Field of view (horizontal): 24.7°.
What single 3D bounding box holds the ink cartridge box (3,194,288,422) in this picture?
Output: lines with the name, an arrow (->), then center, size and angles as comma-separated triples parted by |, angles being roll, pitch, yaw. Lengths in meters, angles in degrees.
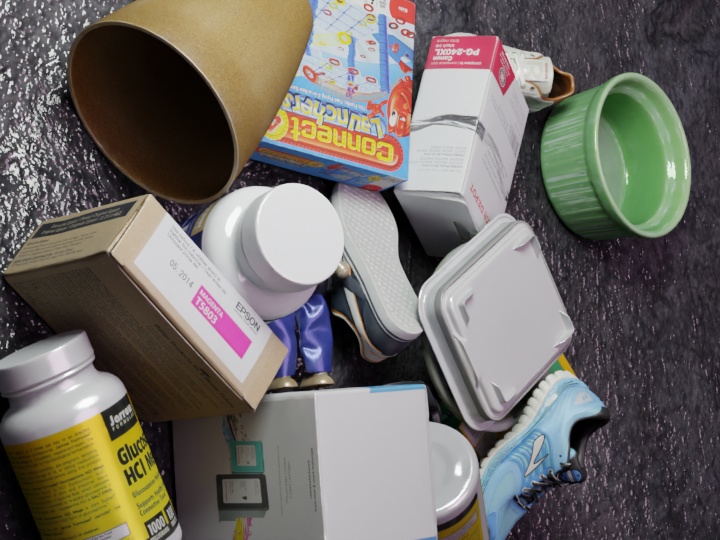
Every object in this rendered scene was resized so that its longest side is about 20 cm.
ink cartridge box -> -0.185, 0.038, 1.422 | 0.200, 0.164, 0.075 | 51, 51, -27

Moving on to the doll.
doll -> -0.074, 0.015, 1.620 | 0.135, 0.048, 0.202 | -2, 81, -24

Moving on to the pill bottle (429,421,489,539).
pill bottle -> 0.069, 0.250, 1.627 | 0.201, 0.113, 0.115 | 78, 33, -49

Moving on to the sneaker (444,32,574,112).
sneaker -> 0.170, -0.235, 1.897 | 0.199, 0.084, 0.074 | 9, 77, -43

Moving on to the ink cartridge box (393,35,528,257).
ink cartridge box -> 0.111, -0.130, 1.782 | 0.145, 0.083, 0.202 | 58, 42, -56

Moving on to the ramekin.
ramekin -> 0.308, -0.132, 2.008 | 0.199, 0.097, 0.202 | 11, 75, -44

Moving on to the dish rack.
dish rack -> 0.150, 0.050, 1.698 | 0.200, 0.043, 0.173 | -40, 113, -42

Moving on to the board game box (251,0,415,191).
board game box -> -0.040, -0.199, 1.671 | 0.199, 0.056, 0.198 | 12, 73, -34

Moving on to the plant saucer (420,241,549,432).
plant saucer -> 0.122, 0.070, 1.738 | 0.199, 0.050, 0.202 | 7, 80, -43

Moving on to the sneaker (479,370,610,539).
sneaker -> 0.187, 0.203, 1.712 | 0.201, 0.090, 0.078 | -56, 146, -5

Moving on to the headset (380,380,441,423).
headset -> 0.035, 0.173, 1.653 | 0.200, 0.123, 0.095 | 36, 28, -63

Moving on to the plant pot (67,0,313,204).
plant pot -> -0.134, -0.193, 1.502 | 0.200, 0.185, 0.187 | -49, 116, -39

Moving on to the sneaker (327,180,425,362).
sneaker -> 0.000, 0.000, 1.690 | 0.078, 0.079, 0.201 | 8, 51, -36

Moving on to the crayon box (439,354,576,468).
crayon box -> 0.161, 0.153, 1.830 | 0.119, 0.058, 0.200 | 57, 48, -22

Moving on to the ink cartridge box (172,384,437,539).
ink cartridge box -> -0.054, 0.185, 1.502 | 0.146, 0.199, 0.148 | 0, 84, -45

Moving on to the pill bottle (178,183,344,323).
pill bottle -> -0.103, -0.008, 1.476 | 0.119, 0.199, 0.121 | 10, 71, -31

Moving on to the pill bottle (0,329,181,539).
pill bottle -> -0.234, 0.158, 1.384 | 0.112, 0.112, 0.202 | -30, 104, -44
